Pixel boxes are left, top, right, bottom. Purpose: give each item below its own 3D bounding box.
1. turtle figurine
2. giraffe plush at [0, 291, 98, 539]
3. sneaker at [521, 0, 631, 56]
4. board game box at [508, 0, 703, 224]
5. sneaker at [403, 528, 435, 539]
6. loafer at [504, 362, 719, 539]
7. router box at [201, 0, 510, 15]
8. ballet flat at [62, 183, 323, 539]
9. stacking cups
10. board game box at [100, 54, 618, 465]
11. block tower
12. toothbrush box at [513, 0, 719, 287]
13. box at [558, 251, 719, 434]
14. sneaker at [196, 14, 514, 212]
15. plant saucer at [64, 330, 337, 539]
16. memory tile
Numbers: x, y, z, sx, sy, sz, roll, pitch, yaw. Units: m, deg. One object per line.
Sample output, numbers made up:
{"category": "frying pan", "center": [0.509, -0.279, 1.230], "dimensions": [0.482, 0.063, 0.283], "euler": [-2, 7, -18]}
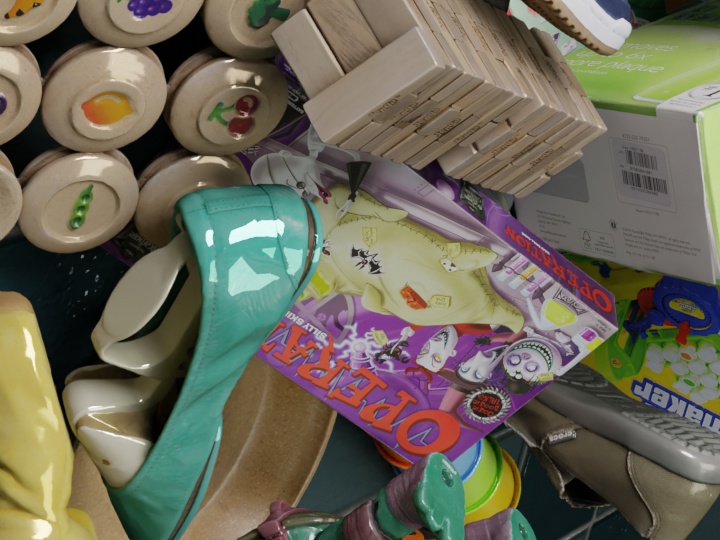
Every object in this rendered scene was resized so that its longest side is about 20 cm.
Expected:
{"category": "turtle figurine", "center": [-0.022, 0.155, 1.011], "dimensions": [0.200, 0.101, 0.150], "euler": [-29, 153, 25]}
{"category": "giraffe plush", "center": [-0.180, 0.118, 0.819], "dimensions": [0.162, 0.200, 0.173], "euler": [-15, 150, -8]}
{"category": "sneaker", "center": [0.071, -0.172, 0.828], "dimensions": [0.109, 0.070, 0.200], "euler": [-49, 131, 1]}
{"category": "board game box", "center": [0.094, -0.091, 1.071], "dimensions": [0.200, 0.029, 0.135], "euler": [-33, 109, -27]}
{"category": "sneaker", "center": [0.024, 0.193, 1.254], "dimensions": [0.200, 0.076, 0.092], "euler": [4, 119, -50]}
{"category": "loafer", "center": [0.113, 0.093, 1.172], "dimensions": [0.075, 0.200, 0.070], "euler": [9, 102, -38]}
{"category": "router box", "center": [-0.014, -0.181, 0.845], "dimensions": [0.200, 0.052, 0.157], "euler": [-2, 117, -36]}
{"category": "ballet flat", "center": [-0.083, 0.040, 0.886], "dimensions": [0.070, 0.067, 0.200], "euler": [7, 131, -26]}
{"category": "stacking cups", "center": [0.041, 0.088, 1.171], "dimensions": [0.061, 0.061, 0.200], "euler": [-55, 155, -12]}
{"category": "board game box", "center": [0.000, 0.000, 0.933], "dimensions": [0.200, 0.032, 0.120], "euler": [36, 123, -24]}
{"category": "block tower", "center": [0.036, -0.075, 0.867], "dimensions": [0.054, 0.058, 0.200], "euler": [-35, 164, 18]}
{"category": "toothbrush box", "center": [0.187, -0.073, 1.025], "dimensions": [0.200, 0.146, 0.086], "euler": [-21, 111, -29]}
{"category": "box", "center": [0.207, -0.008, 1.227], "dimensions": [0.122, 0.200, 0.193], "euler": [-18, 129, -51]}
{"category": "sneaker", "center": [0.001, -0.066, 0.965], "dimensions": [0.200, 0.074, 0.081], "euler": [53, 52, -32]}
{"category": "plant saucer", "center": [-0.085, 0.081, 1.021], "dimensions": [0.200, 0.035, 0.200], "euler": [-36, 141, -36]}
{"category": "memory tile", "center": [-0.088, -0.083, 0.808], "dimensions": [0.153, 0.017, 0.200], "euler": [1, 131, -29]}
